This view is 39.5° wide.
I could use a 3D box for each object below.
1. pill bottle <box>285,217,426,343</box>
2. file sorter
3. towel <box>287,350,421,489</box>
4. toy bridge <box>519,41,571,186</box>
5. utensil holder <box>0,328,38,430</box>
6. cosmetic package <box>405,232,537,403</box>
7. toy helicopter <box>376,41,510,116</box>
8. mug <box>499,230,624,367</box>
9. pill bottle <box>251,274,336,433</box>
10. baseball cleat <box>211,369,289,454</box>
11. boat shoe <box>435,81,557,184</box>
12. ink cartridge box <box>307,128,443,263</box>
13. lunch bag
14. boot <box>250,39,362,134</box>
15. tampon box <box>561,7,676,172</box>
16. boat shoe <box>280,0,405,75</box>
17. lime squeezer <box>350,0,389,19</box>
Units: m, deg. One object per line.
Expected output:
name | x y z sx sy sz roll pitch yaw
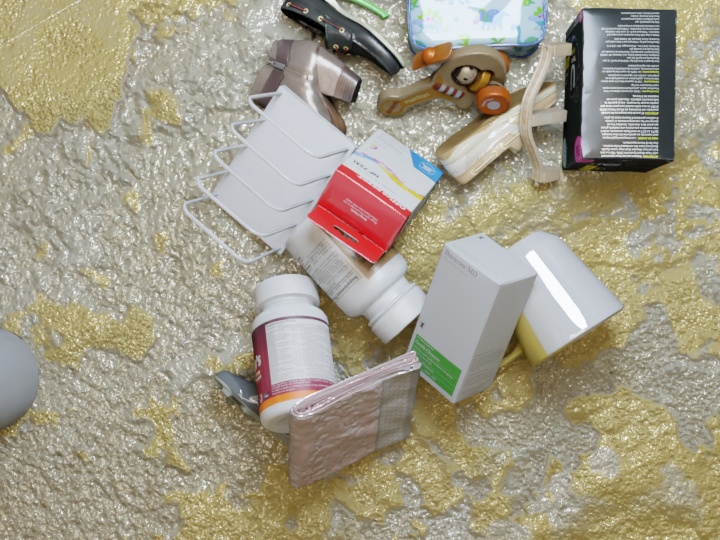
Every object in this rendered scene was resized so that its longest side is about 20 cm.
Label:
pill bottle | 0.000 0.000 1.406 0.114 0.114 0.200 -43 87 2
file sorter | -0.131 -0.128 1.373 0.139 0.125 0.200 41 115 9
towel | -0.010 0.206 1.346 0.191 0.200 0.032 -21 55 -20
toy bridge | 0.252 -0.212 1.386 0.067 0.027 0.200 -13 116 -29
utensil holder | -0.559 0.159 1.396 0.170 0.200 0.170 0 90 4
cosmetic package | 0.146 0.064 1.353 0.108 0.085 0.200 38 127 34
toy helicopter | 0.104 -0.262 1.392 0.200 0.132 0.079 -16 58 31
mug | 0.241 0.040 1.380 0.186 0.149 0.153 -32 80 -4
pill bottle | -0.093 0.114 1.385 0.109 0.110 0.200 -11 64 3
baseball cleat | -0.112 0.189 1.443 0.200 0.070 0.106 40 78 -1
boat shoe | 0.201 -0.194 1.424 0.200 0.074 0.069 -34 111 -5
ink cartridge box | 0.022 -0.104 1.364 0.116 0.200 0.067 34 126 3
lunch bag | 0.164 -0.383 1.417 0.200 0.082 0.161 -2 90 4
boot | -0.090 -0.230 1.445 0.146 0.070 0.200 22 93 11
tampon box | 0.349 -0.240 1.369 0.126 0.150 0.200 2 89 2
boat shoe | -0.024 -0.336 1.433 0.201 0.074 0.063 38 87 10
lime squeezer | -0.037 -0.442 1.453 0.071 0.038 0.200 -30 87 3
